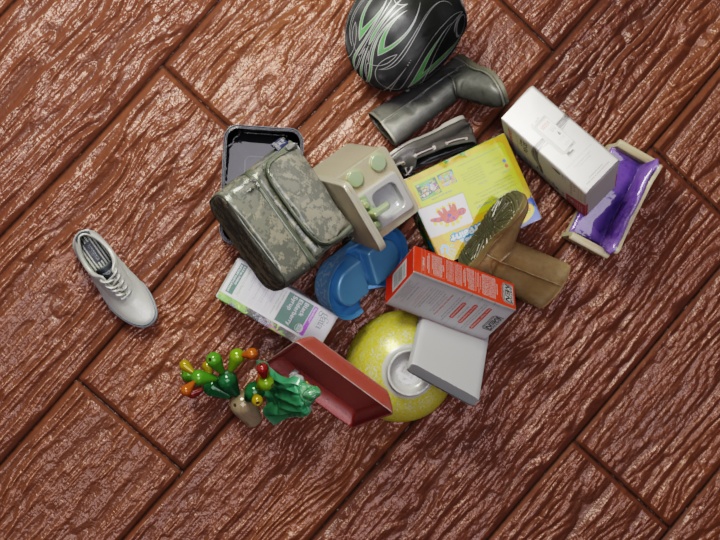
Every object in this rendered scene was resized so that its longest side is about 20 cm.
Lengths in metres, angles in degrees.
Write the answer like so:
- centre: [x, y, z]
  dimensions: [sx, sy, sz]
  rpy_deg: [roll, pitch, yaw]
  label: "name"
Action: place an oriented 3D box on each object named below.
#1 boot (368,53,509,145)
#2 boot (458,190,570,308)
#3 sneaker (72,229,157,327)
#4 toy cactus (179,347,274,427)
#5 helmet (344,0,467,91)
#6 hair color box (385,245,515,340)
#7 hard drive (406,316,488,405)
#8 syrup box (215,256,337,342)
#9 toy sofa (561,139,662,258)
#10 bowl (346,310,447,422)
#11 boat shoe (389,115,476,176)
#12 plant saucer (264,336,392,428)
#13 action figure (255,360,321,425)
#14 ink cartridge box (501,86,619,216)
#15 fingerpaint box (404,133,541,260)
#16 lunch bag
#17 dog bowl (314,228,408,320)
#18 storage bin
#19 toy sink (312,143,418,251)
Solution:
- centre: [0.132, -0.283, 1.736]
  dimensions: [0.200, 0.182, 0.073]
  rpy_deg: [-31, 127, -12]
  label: "boot"
- centre: [0.289, -0.035, 1.747]
  dimensions: [0.199, 0.066, 0.175]
  rpy_deg: [23, 121, -30]
  label: "boot"
- centre: [-0.420, 0.017, 1.706]
  dimensions: [0.073, 0.071, 0.200]
  rpy_deg: [-41, 95, -5]
  label: "sneaker"
- centre: [-0.216, 0.208, 1.709]
  dimensions: [0.199, 0.102, 0.165]
  rpy_deg: [-8, 129, 26]
  label: "toy cactus"
- centre: [0.066, -0.402, 1.703]
  dimensions: [0.191, 0.200, 0.200]
  rpy_deg: [-44, 96, -13]
  label: "helmet"
- centre: [0.153, 0.040, 1.713]
  dimensions: [0.199, 0.102, 0.061]
  rpy_deg: [21, 46, -19]
  label: "hair color box"
- centre: [0.156, 0.126, 1.734]
  dimensions: [0.132, 0.200, 0.027]
  rpy_deg: [29, 130, -10]
  label: "hard drive"
- centre: [-0.143, 0.060, 1.738]
  dimensions: [0.200, 0.081, 0.079]
  rpy_deg: [31, 90, -6]
  label: "syrup box"
- centre: [0.448, -0.127, 1.802]
  dimensions: [0.083, 0.098, 0.201]
  rpy_deg: [28, 88, -7]
  label: "toy sofa"
- centre: [0.078, 0.171, 1.755]
  dimensions: [0.199, 0.108, 0.201]
  rpy_deg: [0, 90, -7]
  label: "bowl"
- centre: [0.113, -0.204, 1.771]
  dimensions: [0.199, 0.067, 0.057]
  rpy_deg: [-30, 80, -8]
  label: "boat shoe"
- centre: [-0.050, 0.184, 1.701]
  dimensions: [0.199, 0.200, 0.037]
  rpy_deg: [37, 66, -8]
  label: "plant saucer"
- centre: [-0.116, 0.204, 1.683]
  dimensions: [0.055, 0.200, 0.119]
  rpy_deg: [-21, 95, -25]
  label: "action figure"
- centre: [0.342, -0.203, 1.732]
  dimensions: [0.083, 0.147, 0.200]
  rpy_deg: [-45, 73, 0]
  label: "ink cartridge box"
- centre: [0.191, -0.123, 1.781]
  dimensions: [0.199, 0.073, 0.167]
  rpy_deg: [-26, 93, -6]
  label: "fingerpaint box"
- centre: [-0.124, -0.091, 1.623]
  dimensions: [0.168, 0.139, 0.200]
  rpy_deg: [-38, 95, -20]
  label: "lunch bag"
- centre: [0.000, 0.000, 1.728]
  dimensions: [0.200, 0.049, 0.112]
  rpy_deg: [-39, 127, -32]
  label: "dog bowl"
- centre: [-0.170, -0.142, 1.726]
  dimensions: [0.135, 0.094, 0.201]
  rpy_deg: [3, 90, -7]
  label: "storage bin"
- centre: [0.010, -0.128, 1.678]
  dimensions: [0.112, 0.200, 0.131]
  rpy_deg: [-36, 110, -12]
  label: "toy sink"
